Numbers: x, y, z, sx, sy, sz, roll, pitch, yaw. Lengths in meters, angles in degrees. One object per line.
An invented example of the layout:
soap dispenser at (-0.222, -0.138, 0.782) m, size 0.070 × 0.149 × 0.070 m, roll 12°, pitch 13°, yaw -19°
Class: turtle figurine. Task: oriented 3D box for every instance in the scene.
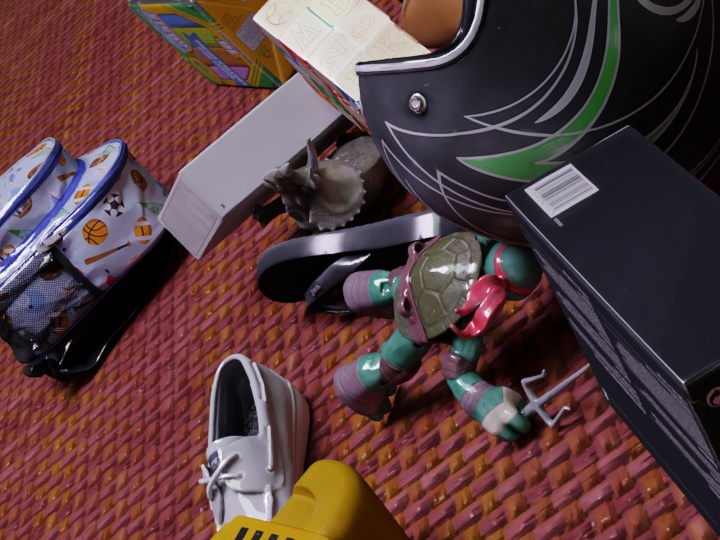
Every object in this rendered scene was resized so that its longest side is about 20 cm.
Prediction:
turtle figurine at (0.063, 0.021, 0.954) m, size 0.200 × 0.101 × 0.150 m, roll -21°, pitch 38°, yaw 49°

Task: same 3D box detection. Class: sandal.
sandal at (0.000, 0.000, 1.093) m, size 0.200 × 0.076 × 0.043 m, roll -16°, pitch 68°, yaw 46°

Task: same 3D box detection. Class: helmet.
helmet at (0.104, -0.105, 0.875) m, size 0.191 × 0.199 × 0.200 m, roll -65°, pitch 27°, yaw 7°

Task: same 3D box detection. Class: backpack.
backpack at (-0.255, -0.030, 1.406) m, size 0.190 × 0.154 × 0.200 m, roll -38°, pitch 25°, yaw -4°

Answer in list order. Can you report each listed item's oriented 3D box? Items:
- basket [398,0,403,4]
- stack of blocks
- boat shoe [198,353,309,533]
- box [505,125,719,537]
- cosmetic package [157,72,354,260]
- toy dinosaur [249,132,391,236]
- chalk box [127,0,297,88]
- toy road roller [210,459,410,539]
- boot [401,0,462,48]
basket at (0.063, -0.326, 1.336) m, size 0.200 × 0.180 × 0.136 m, roll -53°, pitch -2°, yaw 11°
stack of blocks at (0.030, -0.115, 1.101) m, size 0.059 × 0.115 × 0.200 m, roll -48°, pitch 60°, yaw -1°
boat shoe at (-0.070, 0.129, 1.022) m, size 0.072 × 0.068 × 0.200 m, roll -31°, pitch 32°, yaw 28°
box at (0.156, 0.038, 0.737) m, size 0.079 × 0.141 × 0.200 m, roll -29°, pitch 29°, yaw -3°
cosmetic package at (-0.061, -0.099, 1.220) m, size 0.200 × 0.051 × 0.083 m, roll -43°, pitch -2°, yaw -29°
toy dinosaur at (-0.014, -0.060, 1.192) m, size 0.102 × 0.077 × 0.200 m, roll -30°, pitch 1°, yaw 32°
chalk box at (-0.122, -0.256, 1.523) m, size 0.125 × 0.124 × 0.200 m, roll -54°, pitch 28°, yaw -11°
toy road roller at (-0.013, 0.177, 0.836) m, size 0.146 × 0.123 × 0.200 m, roll -48°, pitch 25°, yaw -26°
boot at (0.095, -0.172, 1.174) m, size 0.200 × 0.074 × 0.155 m, roll -24°, pitch 40°, yaw 41°
